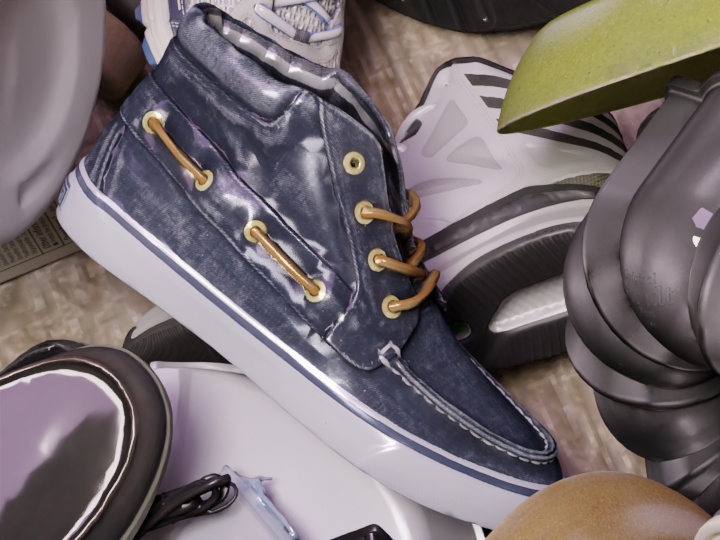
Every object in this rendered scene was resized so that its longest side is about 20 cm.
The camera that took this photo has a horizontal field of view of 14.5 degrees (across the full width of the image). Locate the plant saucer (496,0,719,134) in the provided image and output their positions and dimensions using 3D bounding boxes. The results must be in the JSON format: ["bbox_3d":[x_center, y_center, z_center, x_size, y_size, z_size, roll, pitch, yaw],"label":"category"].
[{"bbox_3d":[0.136,-0.087,0.929,0.199,0.200,0.031,-17,89,4],"label":"plant saucer"}]

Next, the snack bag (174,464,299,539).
[{"bbox_3d":[-0.051,0.187,0.901,0.200,0.021,0.189,-52,48,6],"label":"snack bag"}]

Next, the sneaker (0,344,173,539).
[{"bbox_3d":[-0.146,0.092,0.883,0.200,0.106,0.075,-39,77,-3],"label":"sneaker"}]

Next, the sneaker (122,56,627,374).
[{"bbox_3d":[0.009,-0.009,1.033,0.199,0.076,0.116,-16,40,11],"label":"sneaker"}]

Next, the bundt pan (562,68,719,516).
[{"bbox_3d":[0.140,0.038,0.883,0.202,0.202,0.076,36,67,27],"label":"bundt pan"}]

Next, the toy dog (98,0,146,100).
[{"bbox_3d":[-0.139,-0.150,1.116,0.199,0.096,0.133,11,65,19],"label":"toy dog"}]

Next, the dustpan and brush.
[{"bbox_3d":[0.015,0.107,0.965,0.199,0.057,0.141,3,81,22],"label":"dustpan and brush"}]

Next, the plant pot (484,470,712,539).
[{"bbox_3d":[0.083,0.160,0.839,0.027,0.200,0.201,-3,58,41],"label":"plant pot"}]

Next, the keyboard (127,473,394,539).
[{"bbox_3d":[-0.071,0.128,0.921,0.199,0.021,0.128,-23,60,25],"label":"keyboard"}]

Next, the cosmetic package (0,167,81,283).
[{"bbox_3d":[-0.211,-0.023,1.061,0.199,0.104,0.073,-21,59,0],"label":"cosmetic package"}]

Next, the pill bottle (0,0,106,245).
[{"bbox_3d":[-0.199,-0.086,0.965,0.199,0.120,0.120,14,66,20],"label":"pill bottle"}]

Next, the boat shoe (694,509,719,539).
[{"bbox_3d":[0.163,0.135,0.851,0.067,0.201,0.057,-1,38,52],"label":"boat shoe"}]

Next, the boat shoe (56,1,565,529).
[{"bbox_3d":[0.000,0.000,0.931,0.200,0.071,0.091,35,107,4],"label":"boat shoe"}]

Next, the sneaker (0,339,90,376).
[{"bbox_3d":[-0.154,0.099,0.987,0.079,0.096,0.200,27,70,28],"label":"sneaker"}]

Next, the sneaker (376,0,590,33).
[{"bbox_3d":[0.079,-0.150,1.083,0.198,0.077,0.114,0,37,32],"label":"sneaker"}]

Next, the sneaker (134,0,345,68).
[{"bbox_3d":[-0.032,-0.130,1.037,0.085,0.077,0.201,-32,55,40],"label":"sneaker"}]
